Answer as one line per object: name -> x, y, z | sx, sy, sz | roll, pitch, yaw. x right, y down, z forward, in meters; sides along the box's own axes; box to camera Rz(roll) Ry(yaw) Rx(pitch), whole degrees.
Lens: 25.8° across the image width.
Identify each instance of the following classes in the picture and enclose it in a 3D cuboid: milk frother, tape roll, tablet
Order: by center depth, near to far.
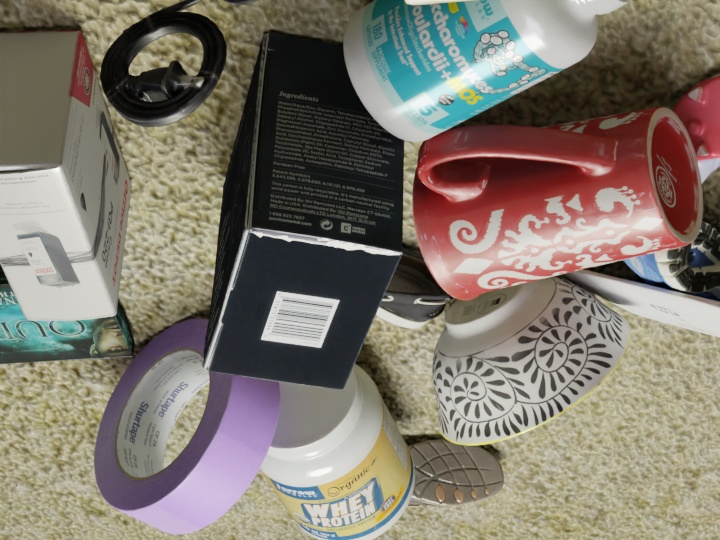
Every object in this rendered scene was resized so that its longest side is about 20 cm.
milk frother -> -0.142, -0.225, 1.006 | 0.180, 0.201, 0.188 | -24, 137, 37
tablet -> 0.285, 0.036, 1.401 | 0.130, 0.014, 0.200 | 26, 173, -42
tape roll -> -0.170, 0.150, 1.524 | 0.200, 0.201, 0.066 | -27, 136, 34

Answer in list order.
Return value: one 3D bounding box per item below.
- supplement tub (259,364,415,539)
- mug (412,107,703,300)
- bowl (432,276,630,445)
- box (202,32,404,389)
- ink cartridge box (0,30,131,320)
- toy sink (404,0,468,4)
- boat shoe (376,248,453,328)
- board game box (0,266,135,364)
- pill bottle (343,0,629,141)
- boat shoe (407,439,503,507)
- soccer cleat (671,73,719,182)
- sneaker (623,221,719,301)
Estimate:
supplement tub -> -0.034, 0.176, 1.601 | 0.144, 0.145, 0.200 | -9, 143, 14
mug -> 0.148, -0.054, 1.234 | 0.199, 0.134, 0.177 | -10, 180, 32
bowl -> 0.136, 0.060, 1.434 | 0.200, 0.201, 0.094 | -21, 109, 29
box -> -0.045, -0.044, 1.253 | 0.123, 0.197, 0.200 | 8, 144, -11
ink cartridge box -> -0.248, -0.073, 1.265 | 0.084, 0.146, 0.200 | -1, 145, 3
toy sink -> 0.122, -0.256, 1.010 | 0.199, 0.131, 0.112 | -4, 144, 7
boat shoe -> 0.000, 0.000, 1.418 | 0.200, 0.074, 0.060 | 21, 140, -29
board game box -> -0.332, 0.044, 1.531 | 0.199, 0.028, 0.135 | -3, 143, 7
pill bottle -> 0.093, -0.179, 1.132 | 0.200, 0.111, 0.111 | -26, 136, 32
boat shoe -> 0.058, 0.226, 1.746 | 0.199, 0.075, 0.073 | 1, 170, -7
soccer cleat -> 0.274, -0.101, 1.287 | 0.076, 0.067, 0.200 | -10, 155, -50
sneaker -> 0.300, -0.008, 1.403 | 0.089, 0.079, 0.200 | 17, 176, 45
